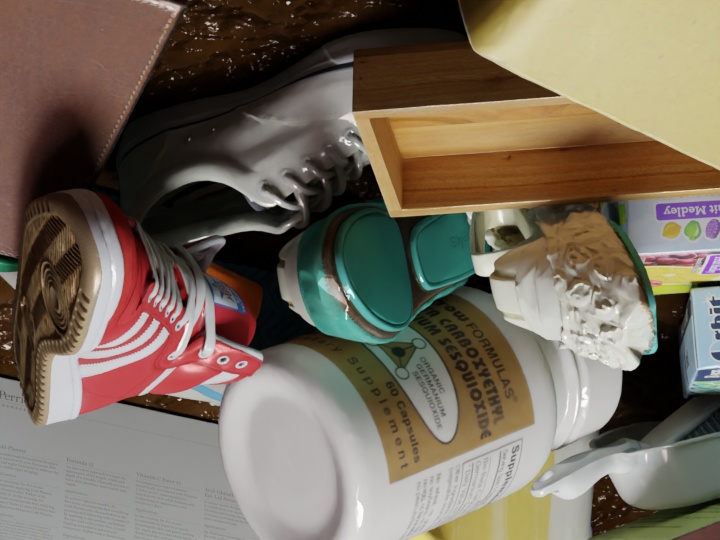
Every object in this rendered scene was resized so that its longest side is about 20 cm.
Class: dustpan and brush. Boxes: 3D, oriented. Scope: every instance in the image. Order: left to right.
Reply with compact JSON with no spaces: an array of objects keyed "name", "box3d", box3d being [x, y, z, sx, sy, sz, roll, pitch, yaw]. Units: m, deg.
[{"name":"dustpan and brush","box3d":[0.163,0.100,1.389,0.139,0.058,0.200,-8,-164,47]}]

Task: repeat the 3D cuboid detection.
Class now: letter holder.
[{"name":"letter holder","box3d":[-0.169,-0.110,1.107,0.141,0.101,0.200,13,144,-17]}]

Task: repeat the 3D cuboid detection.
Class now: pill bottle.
[{"name":"pill bottle","box3d":[0.036,0.071,1.305,0.199,0.115,0.114,-19,160,-38]}]

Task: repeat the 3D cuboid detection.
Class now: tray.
[{"name":"tray","box3d":[0.103,-0.068,1.124,0.199,0.037,0.099,-4,153,9]}]

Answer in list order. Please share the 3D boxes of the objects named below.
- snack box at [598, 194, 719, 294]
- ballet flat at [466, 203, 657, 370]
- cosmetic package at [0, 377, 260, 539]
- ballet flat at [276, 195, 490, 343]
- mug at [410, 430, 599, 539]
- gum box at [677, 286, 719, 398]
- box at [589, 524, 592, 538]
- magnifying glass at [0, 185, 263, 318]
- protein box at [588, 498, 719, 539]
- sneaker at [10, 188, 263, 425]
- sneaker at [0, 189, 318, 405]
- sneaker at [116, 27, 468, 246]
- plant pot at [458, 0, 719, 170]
[{"name":"snack box","box3d":[0.219,-0.025,1.240,0.199,0.053,0.142,-3,172,2]},{"name":"ballet flat","box3d":[0.087,-0.002,1.196,0.071,0.200,0.072,-3,110,-7]},{"name":"cosmetic package","box3d":[-0.138,0.151,1.447,0.199,0.152,0.052,14,145,-21]},{"name":"ballet flat","box3d":[0.000,0.000,1.232,0.070,0.068,0.200,-11,-176,23]},{"name":"mug","box3d":[0.050,0.146,1.443,0.186,0.154,0.149,16,143,-23]},{"name":"gum box","box3d":[0.268,0.033,1.319,0.199,0.045,0.170,-3,172,4]},{"name":"box","box3d":[0.045,0.241,1.540,0.183,0.201,0.105,5,147,-10]},{"name":"magnifying glass","box3d":[-0.133,-0.018,1.253,0.199,0.080,0.022,25,152,-29]},{"name":"protein box","box3d":[0.256,0.175,1.392,0.199,0.136,0.199,-20,177,-9]},{"name":"sneaker","box3d":[-0.094,0.009,1.152,0.112,0.072,0.200,-12,162,-17]},{"name":"sneaker","box3d":[-0.118,0.021,1.323,0.199,0.077,0.081,27,138,-32]},{"name":"sneaker","box3d":[-0.027,-0.054,1.216,0.199,0.071,0.073,-19,142,24]},{"name":"plant pot","box3d":[0.162,-0.174,0.948,0.193,0.196,0.200,22,133,-30]}]
